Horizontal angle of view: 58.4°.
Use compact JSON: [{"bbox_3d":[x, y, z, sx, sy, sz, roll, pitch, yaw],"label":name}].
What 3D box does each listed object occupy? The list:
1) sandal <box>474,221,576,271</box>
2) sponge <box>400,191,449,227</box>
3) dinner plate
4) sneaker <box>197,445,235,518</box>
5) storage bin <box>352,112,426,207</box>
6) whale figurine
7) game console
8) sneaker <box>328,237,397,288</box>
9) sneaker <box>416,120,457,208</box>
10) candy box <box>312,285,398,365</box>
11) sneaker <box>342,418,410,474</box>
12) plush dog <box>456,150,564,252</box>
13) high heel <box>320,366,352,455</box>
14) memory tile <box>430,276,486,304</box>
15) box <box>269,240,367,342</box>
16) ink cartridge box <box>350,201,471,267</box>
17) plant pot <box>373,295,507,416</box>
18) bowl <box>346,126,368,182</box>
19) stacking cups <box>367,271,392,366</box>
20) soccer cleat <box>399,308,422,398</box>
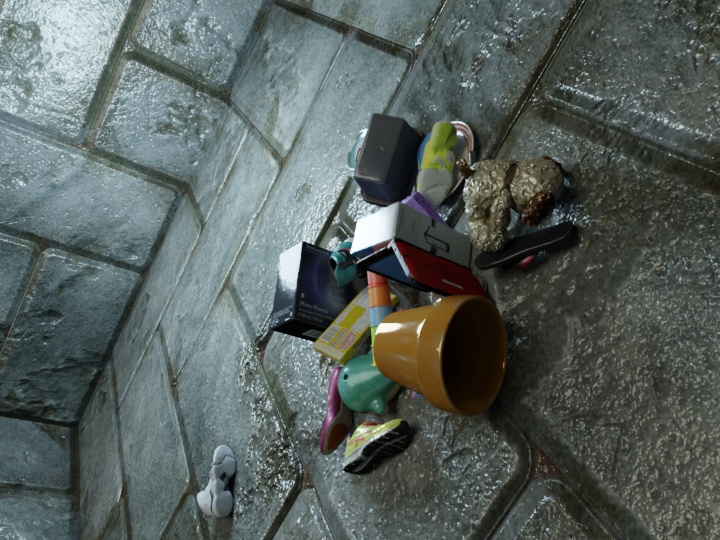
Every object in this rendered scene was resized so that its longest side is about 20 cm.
[{"bbox_3d":[0.293,-0.031,1.149,0.200,0.045,0.075,-18,29,36],"label":"sandal"},{"bbox_3d":[0.097,-0.090,1.423,0.200,0.112,0.030,-29,16,52],"label":"sponge"},{"bbox_3d":[0.189,-0.240,1.453,0.200,0.024,0.201,-33,47,44],"label":"dinner plate"},{"bbox_3d":[-0.422,0.616,1.864,0.115,0.075,0.201,-33,50,40],"label":"sneaker"},{"bbox_3d":[0.051,-0.261,1.476,0.145,0.134,0.201,16,84,21],"label":"storage bin"},{"bbox_3d":[0.030,0.225,1.363,0.200,0.104,0.160,-33,46,41],"label":"whale figurine"},{"bbox_3d":[0.117,0.028,1.217,0.119,0.199,0.173,-53,36,25],"label":"game console"},{"bbox_3d":[0.000,0.000,1.473,0.200,0.084,0.121,27,52,37],"label":"sneaker"},{"bbox_3d":[0.160,-0.225,1.420,0.105,0.075,0.201,180,107,-76],"label":"sneaker"},{"bbox_3d":[-0.011,0.119,1.452,0.102,0.026,0.200,20,59,44],"label":"candy box"},{"bbox_3d":[0.026,0.344,1.332,0.200,0.078,0.091,-42,34,35],"label":"sneaker"},{"bbox_3d":[0.274,-0.149,1.140,0.171,0.161,0.200,-4,45,33],"label":"plush dog"},{"bbox_3d":[-0.061,0.321,1.484,0.096,0.067,0.200,6,63,48],"label":"high heel"},{"bbox_3d":[0.185,0.114,1.270,0.153,0.017,0.201,-15,60,53],"label":"memory tile"},{"bbox_3d":[-0.096,0.061,1.555,0.123,0.199,0.199,-26,52,49],"label":"box"},{"bbox_3d":[0.105,-0.048,1.310,0.146,0.200,0.085,-19,55,51],"label":"ink cartridge box"},{"bbox_3d":[0.129,0.142,1.135,0.183,0.200,0.201,1,73,44],"label":"plant pot"},{"bbox_3d":[0.038,-0.288,1.636,0.201,0.105,0.202,-32,49,45],"label":"bowl"},{"bbox_3d":[0.045,0.092,1.306,0.060,0.060,0.201,-16,75,53],"label":"stacking cups"},{"bbox_3d":[0.103,0.162,1.290,0.076,0.067,0.200,-43,44,21],"label":"soccer cleat"}]
